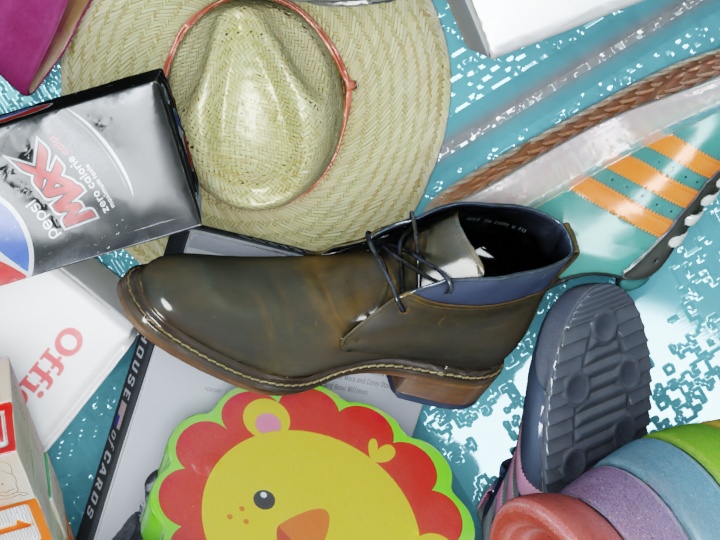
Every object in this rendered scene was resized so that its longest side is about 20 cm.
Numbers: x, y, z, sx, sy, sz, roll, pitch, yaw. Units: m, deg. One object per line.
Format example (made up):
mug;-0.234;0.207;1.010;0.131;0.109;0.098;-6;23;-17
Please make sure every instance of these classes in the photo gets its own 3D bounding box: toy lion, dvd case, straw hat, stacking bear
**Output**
toy lion;-0.019;0.144;0.718;0.200;0.069;0.192;43;52;16
dvd case;-0.048;0.087;0.811;0.150;0.025;0.201;13;99;-32
straw hat;-0.048;-0.075;0.787;0.200;0.085;0.202;0;99;-1
stacking bear;0.166;0.115;0.747;0.200;0.121;0.114;-19;91;-23

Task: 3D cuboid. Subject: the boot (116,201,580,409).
boot;0.000;0.000;0.731;0.200;0.075;0.097;9;133;-39

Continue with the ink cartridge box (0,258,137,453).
ink cartridge box;-0.220;0.015;0.799;0.200;0.083;0.147;39;96;-7

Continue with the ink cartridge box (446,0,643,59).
ink cartridge box;0.126;-0.165;0.746;0.200;0.144;0.084;-21;99;3

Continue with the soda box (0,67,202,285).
soda box;-0.168;-0.025;0.717;0.199;0.071;0.063;-17;103;-1

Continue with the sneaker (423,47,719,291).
sneaker;0.134;-0.041;0.808;0.200;0.071;0.080;-26;103;8

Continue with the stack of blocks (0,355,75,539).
stack of blocks;-0.191;0.077;0.696;0.115;0.059;0.200;-15;129;-4

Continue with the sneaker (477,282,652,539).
sneaker;0.085;0.098;0.812;0.070;0.082;0.201;-5;106;-35

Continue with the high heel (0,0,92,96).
high heel;-0.095;-0.163;0.779;0.200;0.067;0.096;-28;85;18

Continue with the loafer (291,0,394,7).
loafer;-0.067;-0.155;0.723;0.199;0.070;0.070;10;110;-14
